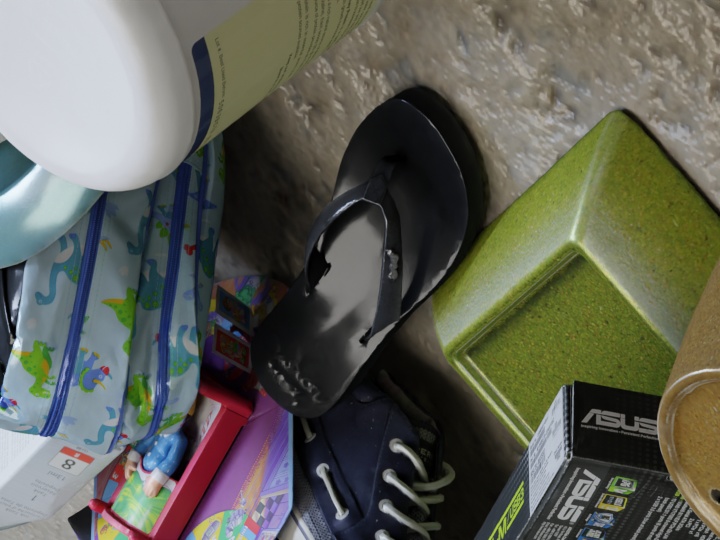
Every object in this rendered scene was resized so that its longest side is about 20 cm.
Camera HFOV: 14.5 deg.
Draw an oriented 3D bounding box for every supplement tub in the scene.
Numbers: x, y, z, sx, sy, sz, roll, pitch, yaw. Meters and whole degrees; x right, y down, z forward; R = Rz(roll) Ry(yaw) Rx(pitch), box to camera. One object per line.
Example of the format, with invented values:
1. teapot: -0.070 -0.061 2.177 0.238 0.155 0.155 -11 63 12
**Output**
1. supplement tub: -0.071 -0.141 1.226 0.145 0.200 0.145 29 141 28

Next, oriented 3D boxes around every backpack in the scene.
1. backpack: -0.135 -0.008 1.432 0.153 0.200 0.163 26 145 -8

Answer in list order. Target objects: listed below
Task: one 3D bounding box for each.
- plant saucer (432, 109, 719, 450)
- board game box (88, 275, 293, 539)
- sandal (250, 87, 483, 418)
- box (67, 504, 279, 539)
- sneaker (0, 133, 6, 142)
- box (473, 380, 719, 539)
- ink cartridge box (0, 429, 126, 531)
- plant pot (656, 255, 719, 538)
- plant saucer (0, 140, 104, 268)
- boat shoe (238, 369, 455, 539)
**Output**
1. plant saucer: 0.126 0.052 1.319 0.200 0.048 0.200 49 146 2
2. board game box: -0.103 0.089 1.491 0.158 0.200 0.039 -30 136 35
3. sandal: 0.000 0.001 1.382 0.076 0.043 0.200 39 127 17
4. box: -0.061 0.195 1.532 0.200 0.106 0.122 52 173 51
5. sneaker: -0.155 -0.164 1.299 0.071 0.200 0.099 16 161 19
6. box: 0.154 0.132 1.274 0.193 0.048 0.200 8 144 -11
7. ink cartridge box: -0.195 0.076 1.577 0.050 0.163 0.200 18 138 -26
8. plant pot: 0.207 0.022 1.066 0.186 0.200 0.187 29 142 27
9. plant saucer: -0.157 -0.097 1.385 0.027 0.201 0.200 27 159 -33
10. boat shoe: 0.014 0.126 1.424 0.075 0.093 0.200 28 -162 -46
